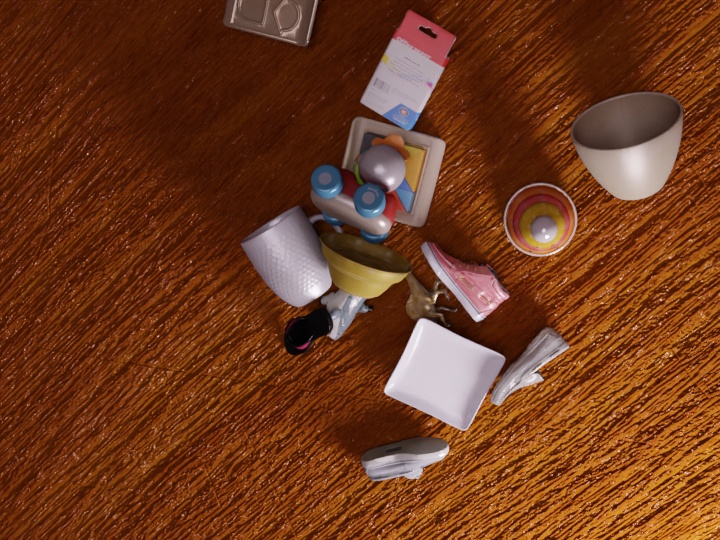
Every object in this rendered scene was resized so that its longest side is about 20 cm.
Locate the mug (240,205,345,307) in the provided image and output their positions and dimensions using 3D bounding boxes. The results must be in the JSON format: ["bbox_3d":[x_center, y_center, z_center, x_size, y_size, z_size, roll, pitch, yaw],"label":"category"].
[{"bbox_3d":[-0.122,-0.035,1.729,0.199,0.147,0.176,-34,101,-14],"label":"mug"}]

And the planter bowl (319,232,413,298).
[{"bbox_3d":[0.000,0.000,1.670,0.198,0.200,0.084,22,107,7],"label":"planter bowl"}]

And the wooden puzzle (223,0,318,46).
[{"bbox_3d":[-0.171,-0.568,1.682,0.198,0.046,0.187,18,103,13],"label":"wooden puzzle"}]

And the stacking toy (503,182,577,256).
[{"bbox_3d":[0.342,-0.087,1.579,0.144,0.200,0.148,2,101,12],"label":"stacking toy"}]

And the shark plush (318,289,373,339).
[{"bbox_3d":[-0.007,0.061,1.770,0.200,0.091,0.083,-43,114,1],"label":"shark plush"}]

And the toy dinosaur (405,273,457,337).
[{"bbox_3d":[0.137,0.058,1.724,0.100,0.058,0.202,-22,95,16],"label":"toy dinosaur"}]

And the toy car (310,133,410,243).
[{"bbox_3d":[0.014,-0.187,1.640,0.175,0.185,0.202,25,76,12],"label":"toy car"}]

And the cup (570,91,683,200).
[{"bbox_3d":[0.504,-0.218,1.541,0.198,0.201,0.144,-15,122,14],"label":"cup"}]

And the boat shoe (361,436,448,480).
[{"bbox_3d":[0.102,0.414,1.798,0.199,0.070,0.072,-14,109,18],"label":"boat shoe"}]

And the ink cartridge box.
[{"bbox_3d":[0.097,-0.395,1.642,0.115,0.067,0.201,31,105,4],"label":"ink cartridge box"}]

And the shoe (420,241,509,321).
[{"bbox_3d":[0.215,0.002,1.693,0.091,0.072,0.201,-38,96,14],"label":"shoe"}]

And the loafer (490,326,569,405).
[{"bbox_3d":[0.344,0.206,1.701,0.070,0.070,0.201,41,105,11],"label":"loafer"}]

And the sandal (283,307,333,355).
[{"bbox_3d":[-0.124,0.130,1.750,0.200,0.045,0.076,-37,79,54],"label":"sandal"}]

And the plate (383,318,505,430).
[{"bbox_3d":[0.175,0.214,1.741,0.198,0.032,0.202,25,114,1],"label":"plate"}]

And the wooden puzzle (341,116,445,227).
[{"bbox_3d":[0.058,-0.202,1.703,0.198,0.037,0.187,16,103,8],"label":"wooden puzzle"}]
